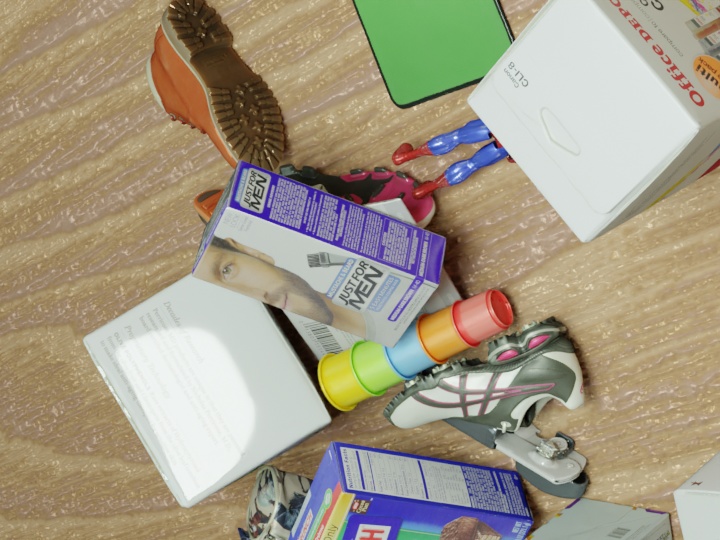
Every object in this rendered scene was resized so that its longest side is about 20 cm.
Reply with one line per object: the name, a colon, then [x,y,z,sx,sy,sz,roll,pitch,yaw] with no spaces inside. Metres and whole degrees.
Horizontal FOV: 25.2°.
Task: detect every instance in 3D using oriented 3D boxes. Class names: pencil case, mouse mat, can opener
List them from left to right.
pencil case: [-0.022,0.269,1.640,0.200,0.089,0.078,23,137,-22]
mouse mat: [0.051,-0.254,1.437,0.161,0.008,0.200,-14,99,45]
can opener: [0.127,0.155,1.535,0.200,0.053,0.067,32,130,28]

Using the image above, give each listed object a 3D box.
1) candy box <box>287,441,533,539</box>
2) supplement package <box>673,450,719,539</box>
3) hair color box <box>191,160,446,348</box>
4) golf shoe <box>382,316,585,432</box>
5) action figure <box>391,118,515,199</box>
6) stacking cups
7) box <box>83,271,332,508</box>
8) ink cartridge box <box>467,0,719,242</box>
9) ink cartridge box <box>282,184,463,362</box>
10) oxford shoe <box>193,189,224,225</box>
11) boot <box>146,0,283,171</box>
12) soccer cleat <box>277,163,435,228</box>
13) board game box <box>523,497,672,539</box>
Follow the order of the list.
candy box: [0.041,0.263,1.551,0.077,0.200,0.169,-105,31,-54]
supplement package: [0.353,0.249,1.325,0.117,0.117,0.200,-2,109,44]
hair color box: [-0.037,-0.012,1.432,0.200,0.065,0.109,21,139,-10]
golf shoe: [0.110,0.116,1.477,0.200,0.077,0.088,-27,84,29]
action figure: [0.121,-0.118,1.410,0.200,0.052,0.065,-19,102,41]
stacking cups: [0.054,0.076,1.517,0.200,0.060,0.061,-23,93,32]
box: [-0.147,0.111,1.628,0.200,0.171,0.199,58,177,4]
ink cartridge box: [0.213,-0.141,1.201,0.145,0.200,0.145,51,136,11]
ink cartridge box: [0.000,0.000,1.519,0.176,0.045,0.200,-12,135,23]
oxford shoe: [-0.097,-0.013,1.651,0.200,0.071,0.073,37,136,24]
boot: [-0.150,-0.166,1.627,0.200,0.075,0.107,61,140,14]
soccer cleat: [-0.004,-0.053,1.556,0.200,0.070,0.086,11,140,37]
board game box: [0.230,0.328,1.487,0.103,0.105,0.200,4,112,42]
